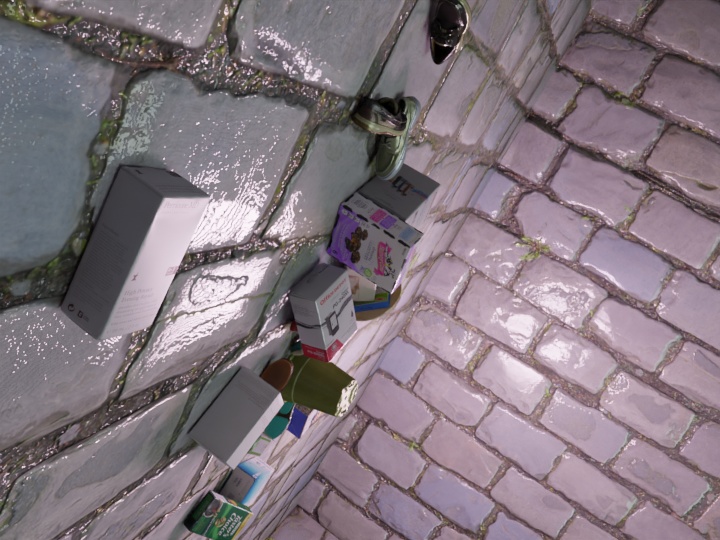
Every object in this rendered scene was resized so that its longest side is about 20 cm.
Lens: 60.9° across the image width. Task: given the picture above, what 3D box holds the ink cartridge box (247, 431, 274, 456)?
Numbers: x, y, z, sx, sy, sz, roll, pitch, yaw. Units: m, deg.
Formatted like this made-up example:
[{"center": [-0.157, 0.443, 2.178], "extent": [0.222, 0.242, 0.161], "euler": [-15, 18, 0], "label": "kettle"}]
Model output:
[{"center": [-0.307, 0.452, 1.670], "extent": [0.059, 0.104, 0.200], "euler": [-53, 167, -14], "label": "ink cartridge box"}]

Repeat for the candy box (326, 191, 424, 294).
[{"center": [0.032, -0.065, 1.481], "extent": [0.072, 0.200, 0.168], "euler": [-45, 162, -43], "label": "candy box"}]

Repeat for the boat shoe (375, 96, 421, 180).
[{"center": [0.072, -0.303, 1.396], "extent": [0.062, 0.072, 0.200], "euler": [-7, 123, -51], "label": "boat shoe"}]

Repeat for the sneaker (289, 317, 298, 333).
[{"center": [-0.119, 0.125, 1.635], "extent": [0.078, 0.082, 0.200], "euler": [-62, 165, 22], "label": "sneaker"}]

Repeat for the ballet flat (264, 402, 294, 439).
[{"center": [-0.250, 0.455, 1.981], "extent": [0.200, 0.072, 0.072], "euler": [-61, 166, 17], "label": "ballet flat"}]

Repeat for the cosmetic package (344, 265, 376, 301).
[{"center": [0.000, 0.000, 1.686], "extent": [0.200, 0.087, 0.104], "euler": [96, -8, -61], "label": "cosmetic package"}]

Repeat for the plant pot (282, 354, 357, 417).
[{"center": [-0.117, 0.342, 1.832], "extent": [0.200, 0.190, 0.200], "euler": [-48, 150, -39], "label": "plant pot"}]

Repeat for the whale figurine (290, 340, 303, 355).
[{"center": [-0.116, 0.182, 1.784], "extent": [0.200, 0.104, 0.159], "euler": [-19, 178, -36], "label": "whale figurine"}]

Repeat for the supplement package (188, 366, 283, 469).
[{"center": [-0.292, 0.353, 1.462], "extent": [0.200, 0.117, 0.117], "euler": [-52, 167, -22], "label": "supplement package"}]

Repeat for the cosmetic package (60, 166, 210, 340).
[{"center": [-0.274, -0.022, 0.752], "extent": [0.200, 0.074, 0.102], "euler": [-60, 167, 16], "label": "cosmetic package"}]

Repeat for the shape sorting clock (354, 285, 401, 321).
[{"center": [0.026, 0.070, 1.809], "extent": [0.200, 0.200, 0.039], "euler": [-50, 136, -28], "label": "shape sorting clock"}]

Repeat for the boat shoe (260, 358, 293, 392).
[{"center": [-0.245, 0.315, 1.665], "extent": [0.200, 0.070, 0.070], "euler": [-53, 172, 13], "label": "boat shoe"}]

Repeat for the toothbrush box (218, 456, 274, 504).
[{"center": [-0.386, 0.719, 2.046], "extent": [0.147, 0.085, 0.200], "euler": [-57, 166, -1], "label": "toothbrush box"}]

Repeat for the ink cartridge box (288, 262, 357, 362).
[{"center": [-0.089, 0.104, 1.531], "extent": [0.145, 0.083, 0.200], "euler": [-46, 139, -42], "label": "ink cartridge box"}]

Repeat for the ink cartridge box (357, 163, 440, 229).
[{"center": [0.085, -0.160, 1.570], "extent": [0.200, 0.144, 0.145], "euler": [-44, 161, -43], "label": "ink cartridge box"}]

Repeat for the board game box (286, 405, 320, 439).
[{"center": [-0.182, 0.465, 2.168], "extent": [0.200, 0.097, 0.160], "euler": [-44, 162, -45], "label": "board game box"}]

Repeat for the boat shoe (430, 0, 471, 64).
[{"center": [0.181, -0.495, 1.269], "extent": [0.065, 0.073, 0.200], "euler": [-59, 167, -7], "label": "boat shoe"}]

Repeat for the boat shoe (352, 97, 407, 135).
[{"center": [0.055, -0.318, 1.251], "extent": [0.065, 0.073, 0.200], "euler": [-58, 168, 26], "label": "boat shoe"}]

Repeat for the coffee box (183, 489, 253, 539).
[{"center": [-0.430, 0.758, 1.871], "extent": [0.123, 0.044, 0.200], "euler": [-51, 137, -12], "label": "coffee box"}]
